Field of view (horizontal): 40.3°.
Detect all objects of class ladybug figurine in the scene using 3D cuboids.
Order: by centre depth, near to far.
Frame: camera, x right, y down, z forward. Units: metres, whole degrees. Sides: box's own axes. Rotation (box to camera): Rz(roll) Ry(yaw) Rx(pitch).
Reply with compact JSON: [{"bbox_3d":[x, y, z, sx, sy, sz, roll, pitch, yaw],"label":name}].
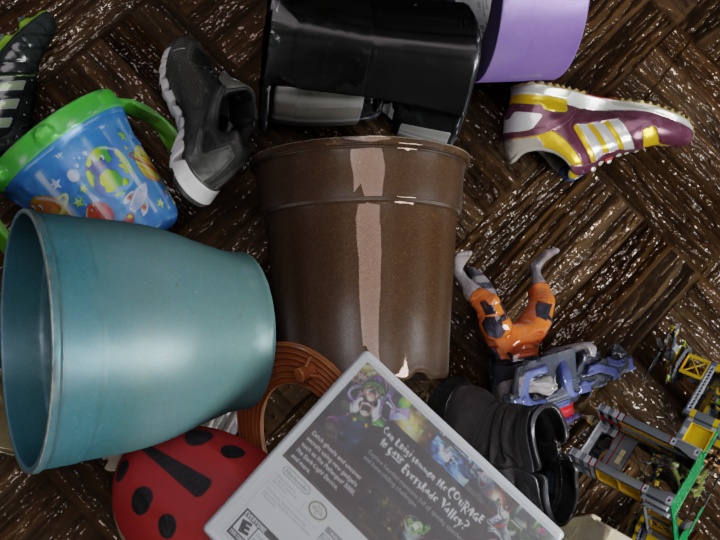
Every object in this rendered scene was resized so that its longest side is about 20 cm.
[{"bbox_3d":[-0.133,0.188,0.805,0.199,0.072,0.136,20,56,32],"label":"ladybug figurine"}]

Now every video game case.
[{"bbox_3d":[0.016,0.192,0.723,0.200,0.023,0.182,42,84,12],"label":"video game case"}]

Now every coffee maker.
[{"bbox_3d":[0.009,-0.210,0.920,0.199,0.192,0.135,4,59,-9],"label":"coffee maker"}]

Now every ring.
[{"bbox_3d":[-0.047,0.158,0.823,0.019,0.200,0.201,-19,78,-41],"label":"ring"}]

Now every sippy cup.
[{"bbox_3d":[-0.238,-0.071,0.886,0.178,0.140,0.131,-39,96,0],"label":"sippy cup"}]

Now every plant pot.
[{"bbox_3d":[-0.177,0.053,0.793,0.187,0.200,0.201,0,75,-30],"label":"plant pot"},{"bbox_3d":[0.000,0.000,0.875,0.199,0.200,0.200,0,84,-8],"label":"plant pot"}]

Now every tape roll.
[{"bbox_3d":[0.148,-0.286,0.954,0.084,0.200,0.201,-4,77,-10],"label":"tape roll"}]

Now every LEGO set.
[{"bbox_3d":[0.269,0.156,0.904,0.116,0.154,0.201,24,74,34],"label":"LEGO set"}]

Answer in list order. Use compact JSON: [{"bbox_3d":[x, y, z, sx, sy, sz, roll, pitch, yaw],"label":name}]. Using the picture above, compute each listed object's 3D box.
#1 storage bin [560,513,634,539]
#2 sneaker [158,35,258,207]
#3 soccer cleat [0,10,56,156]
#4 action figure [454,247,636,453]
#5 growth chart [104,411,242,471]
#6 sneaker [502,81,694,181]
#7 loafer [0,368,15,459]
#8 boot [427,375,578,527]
[{"bbox_3d":[0.234,0.299,0.825,0.199,0.199,0.094,30,70,0],"label":"storage bin"},{"bbox_3d":[-0.135,-0.156,0.914,0.090,0.066,0.201,-31,50,23],"label":"sneaker"},{"bbox_3d":[-0.335,-0.153,0.925,0.081,0.067,0.201,34,75,-16],"label":"soccer cleat"},{"bbox_3d":[0.168,0.079,0.938,0.199,0.104,0.195,2,75,-42],"label":"action figure"},{"bbox_3d":[-0.199,0.112,0.898,0.200,0.018,0.145,39,74,2],"label":"growth chart"},{"bbox_3d":[0.241,-0.132,1.004,0.199,0.075,0.091,9,92,-6],"label":"sneaker"},{"bbox_3d":[-0.347,0.111,0.847,0.199,0.067,0.076,20,83,0],"label":"loafer"},{"bbox_3d":[0.127,0.193,0.833,0.070,0.131,0.201,-31,117,-30],"label":"boot"}]
